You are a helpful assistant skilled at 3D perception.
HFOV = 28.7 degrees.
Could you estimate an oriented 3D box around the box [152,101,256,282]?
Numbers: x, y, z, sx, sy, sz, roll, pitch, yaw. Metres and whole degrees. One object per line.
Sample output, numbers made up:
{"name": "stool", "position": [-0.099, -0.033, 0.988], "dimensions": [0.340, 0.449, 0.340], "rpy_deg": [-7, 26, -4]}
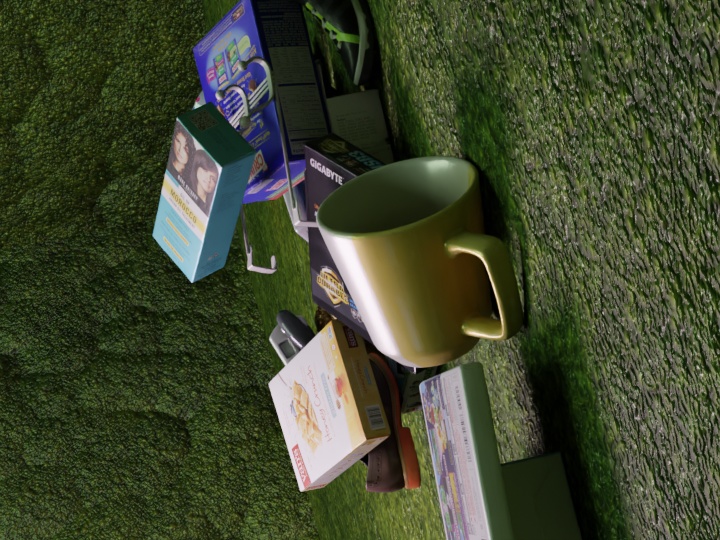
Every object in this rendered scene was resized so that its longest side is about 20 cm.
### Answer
{"name": "box", "position": [-0.174, -0.082, 1.547], "dimensions": [0.082, 0.049, 0.201], "rpy_deg": [47, 144, 21]}

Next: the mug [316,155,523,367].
{"name": "mug", "position": [0.052, 0.007, 1.240], "dimensions": [0.187, 0.147, 0.155], "rpy_deg": [-105, -1, -65]}

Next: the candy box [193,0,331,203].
{"name": "candy box", "position": [-0.114, -0.198, 1.647], "dimensions": [0.169, 0.076, 0.203], "rpy_deg": [-26, 75, 58]}

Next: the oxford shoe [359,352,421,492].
{"name": "oxford shoe", "position": [0.016, 0.177, 1.676], "dimensions": [0.201, 0.071, 0.072], "rpy_deg": [-108, 7, -48]}

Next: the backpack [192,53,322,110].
{"name": "backpack", "position": [-0.138, -0.210, 1.998], "dimensions": [0.151, 0.198, 0.179], "rpy_deg": [48, 155, 31]}

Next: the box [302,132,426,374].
{"name": "box", "position": [0.013, -0.020, 1.508], "dimensions": [0.199, 0.049, 0.201], "rpy_deg": [34, 138, 45]}

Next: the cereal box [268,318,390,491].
{"name": "cereal box", "position": [-0.040, 0.160, 1.649], "dimensions": [0.200, 0.039, 0.146], "rpy_deg": [-46, 57, 53]}

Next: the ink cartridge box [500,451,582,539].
{"name": "ink cartridge box", "position": [0.134, 0.230, 1.223], "dimensions": [0.200, 0.066, 0.118], "rpy_deg": [116, 142, -76]}

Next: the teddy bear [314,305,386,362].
{"name": "teddy bear", "position": [0.007, 0.102, 1.815], "dimensions": [0.146, 0.066, 0.202], "rpy_deg": [-66, -36, -50]}

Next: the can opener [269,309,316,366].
{"name": "can opener", "position": [-0.050, 0.138, 1.740], "dimensions": [0.201, 0.053, 0.067], "rpy_deg": [56, 179, 20]}

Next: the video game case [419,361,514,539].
{"name": "video game case", "position": [0.091, 0.183, 1.160], "dimensions": [0.182, 0.023, 0.203], "rpy_deg": [132, 128, -78]}

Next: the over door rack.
{"name": "over door rack", "position": [-0.122, -0.111, 1.548], "dimensions": [0.148, 0.066, 0.203], "rpy_deg": [-38, 69, 56]}

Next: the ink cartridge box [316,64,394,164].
{"name": "ink cartridge box", "position": [-0.006, -0.134, 1.645], "dimensions": [0.116, 0.067, 0.203], "rpy_deg": [134, 124, -75]}

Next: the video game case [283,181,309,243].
{"name": "video game case", "position": [-0.044, -0.071, 1.838], "dimensions": [0.182, 0.023, 0.201], "rpy_deg": [41, -161, -40]}

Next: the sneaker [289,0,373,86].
{"name": "sneaker", "position": [-0.039, -0.300, 1.598], "dimensions": [0.072, 0.082, 0.203], "rpy_deg": [112, 145, -76]}

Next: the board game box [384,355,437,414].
{"name": "board game box", "position": [0.054, 0.076, 1.650], "dimensions": [0.201, 0.034, 0.128], "rpy_deg": [98, 158, -67]}

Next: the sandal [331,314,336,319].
{"name": "sandal", "position": [0.000, 0.000, 1.702], "dimensions": [0.054, 0.080, 0.201], "rpy_deg": [-43, 18, 34]}

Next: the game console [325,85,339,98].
{"name": "game console", "position": [-0.065, -0.163, 1.837], "dimensions": [0.201, 0.117, 0.174], "rpy_deg": [-114, 16, -57]}
